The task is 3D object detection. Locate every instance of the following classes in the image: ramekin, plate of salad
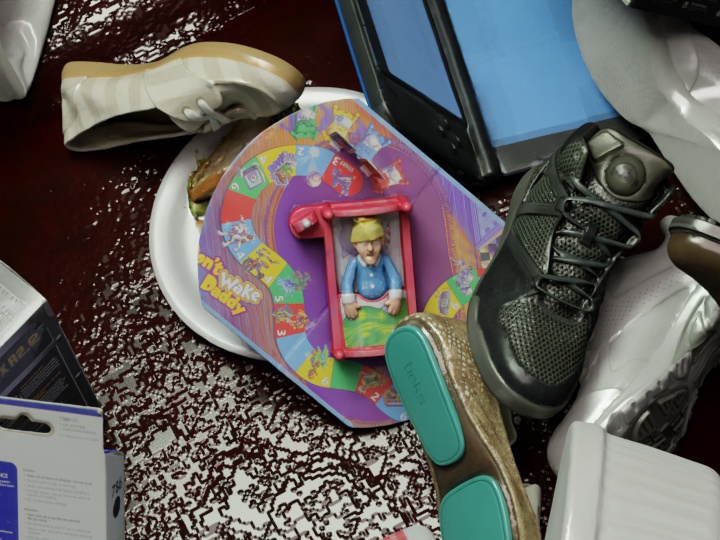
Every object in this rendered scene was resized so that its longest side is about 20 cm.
[{"bbox_3d":[0.146,0.189,1.511,0.094,0.203,0.203,9,63,2],"label":"ramekin"},{"bbox_3d":[-0.039,-0.036,1.745,0.199,0.048,0.201,-4,60,7],"label":"plate of salad"}]

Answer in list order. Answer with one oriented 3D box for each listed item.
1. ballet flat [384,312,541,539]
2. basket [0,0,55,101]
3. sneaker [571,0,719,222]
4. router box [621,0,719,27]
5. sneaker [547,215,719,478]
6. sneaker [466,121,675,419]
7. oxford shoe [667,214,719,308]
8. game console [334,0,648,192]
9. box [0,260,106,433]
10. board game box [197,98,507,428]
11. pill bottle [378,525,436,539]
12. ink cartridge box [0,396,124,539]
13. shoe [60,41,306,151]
[{"bbox_3d":[0.075,0.118,1.623,0.065,0.070,0.201,-8,80,-43],"label":"ballet flat"},{"bbox_3d":[-0.275,-0.230,1.843,0.123,0.136,0.201,3,61,13],"label":"basket"},{"bbox_3d":[0.211,-0.122,1.737,0.088,0.075,0.201,-25,75,-32],"label":"sneaker"},{"bbox_3d":[0.188,-0.223,1.727,0.150,0.199,0.062,49,115,27],"label":"router box"},{"bbox_3d":[0.163,0.047,1.658,0.099,0.078,0.200,27,61,30],"label":"sneaker"},{"bbox_3d":[0.123,-0.011,1.611,0.076,0.114,0.200,28,48,-8],"label":"sneaker"},{"bbox_3d":[0.245,0.047,1.594,0.200,0.073,0.085,42,78,-9],"label":"oxford shoe"},{"bbox_3d":[0.074,-0.166,1.763,0.118,0.170,0.201,-31,57,22],"label":"game console"},{"bbox_3d":[-0.251,0.110,1.637,0.048,0.159,0.200,36,73,25],"label":"box"},{"bbox_3d":[0.000,0.000,1.659,0.200,0.039,0.158,40,91,-7],"label":"board game box"},{"bbox_3d":[-0.032,0.230,1.561,0.199,0.109,0.109,-23,60,-4],"label":"pill bottle"},{"bbox_3d":[-0.186,0.160,1.592,0.099,0.201,0.039,8,22,14],"label":"ink cartridge box"},{"bbox_3d":[-0.117,-0.106,1.765,0.199,0.070,0.054,-1,67,40],"label":"shoe"}]
